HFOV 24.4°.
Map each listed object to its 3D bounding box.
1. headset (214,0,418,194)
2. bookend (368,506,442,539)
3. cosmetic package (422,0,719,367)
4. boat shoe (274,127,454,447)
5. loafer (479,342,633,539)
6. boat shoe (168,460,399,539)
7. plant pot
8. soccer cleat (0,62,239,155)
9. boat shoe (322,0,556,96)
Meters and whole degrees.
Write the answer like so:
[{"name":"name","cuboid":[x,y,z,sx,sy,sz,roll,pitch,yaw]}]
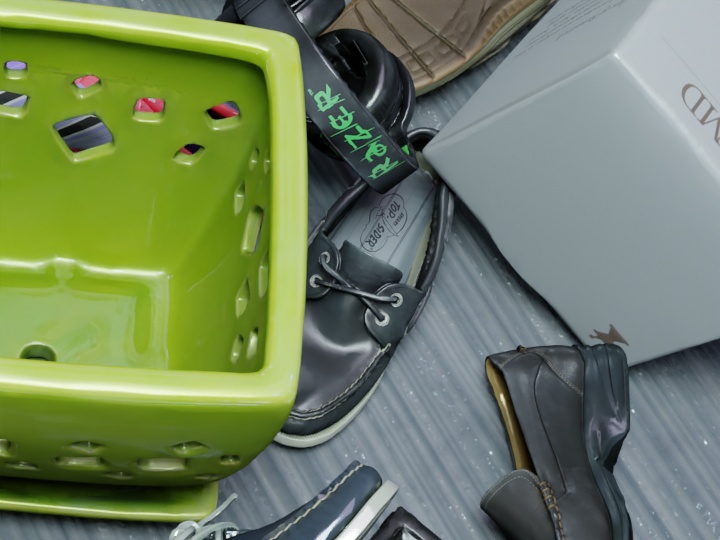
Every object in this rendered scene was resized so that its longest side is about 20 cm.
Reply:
[{"name":"headset","cuboid":[-0.035,-0.106,0.880,0.094,0.124,0.200,-36,32,9]},{"name":"bookend","cuboid":[0.022,0.245,0.710,0.199,0.092,0.200,40,58,12]},{"name":"cosmetic package","cuboid":[0.179,-0.082,0.886,0.167,0.166,0.200,48,57,-12]},{"name":"boat shoe","cuboid":[0.002,0.001,0.875,0.074,0.066,0.199,32,56,6]},{"name":"loafer","cuboid":[0.095,0.122,0.826,0.072,0.073,0.200,6,47,-1]},{"name":"boat shoe","cuboid":[-0.070,0.144,0.720,0.200,0.075,0.062,-43,77,12]},{"name":"plant pot","cuboid":[-0.138,0.009,0.765,0.200,0.182,0.199,6,58,-11]},{"name":"soccer cleat","cuboid":[-0.127,-0.087,0.891,0.200,0.076,0.067,27,56,3]},{"name":"boat shoe","cuboid":[0.054,-0.148,0.987,0.200,0.065,0.072,-35,77,-11]}]
